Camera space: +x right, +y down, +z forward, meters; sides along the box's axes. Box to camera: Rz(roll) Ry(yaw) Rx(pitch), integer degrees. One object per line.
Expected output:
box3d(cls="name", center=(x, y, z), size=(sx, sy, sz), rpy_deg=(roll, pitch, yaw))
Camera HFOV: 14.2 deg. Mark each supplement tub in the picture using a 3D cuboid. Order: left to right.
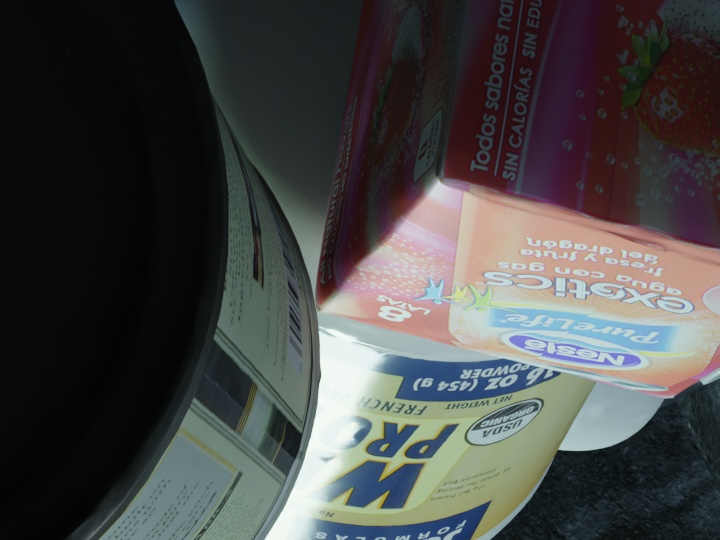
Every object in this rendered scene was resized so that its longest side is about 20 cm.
box3d(cls="supplement tub", center=(0.000, 0.000, 0.793), size=(0.144, 0.145, 0.200), rpy_deg=(-21, 156, -23))

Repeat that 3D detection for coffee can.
box3d(cls="coffee can", center=(-0.087, 0.007, 0.567), size=(0.146, 0.147, 0.200), rpy_deg=(-25, 170, 0))

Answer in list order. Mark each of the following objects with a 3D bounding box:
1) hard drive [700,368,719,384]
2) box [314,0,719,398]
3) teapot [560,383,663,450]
box3d(cls="hard drive", center=(0.090, -0.081, 0.801), size=(0.026, 0.201, 0.132), rpy_deg=(-21, 170, -30))
box3d(cls="box", center=(0.060, -0.085, 0.663), size=(0.094, 0.201, 0.103), rpy_deg=(14, 161, -12))
box3d(cls="teapot", center=(0.072, -0.024, 1.257), size=(0.200, 0.197, 0.147), rpy_deg=(-69, -177, -73))
